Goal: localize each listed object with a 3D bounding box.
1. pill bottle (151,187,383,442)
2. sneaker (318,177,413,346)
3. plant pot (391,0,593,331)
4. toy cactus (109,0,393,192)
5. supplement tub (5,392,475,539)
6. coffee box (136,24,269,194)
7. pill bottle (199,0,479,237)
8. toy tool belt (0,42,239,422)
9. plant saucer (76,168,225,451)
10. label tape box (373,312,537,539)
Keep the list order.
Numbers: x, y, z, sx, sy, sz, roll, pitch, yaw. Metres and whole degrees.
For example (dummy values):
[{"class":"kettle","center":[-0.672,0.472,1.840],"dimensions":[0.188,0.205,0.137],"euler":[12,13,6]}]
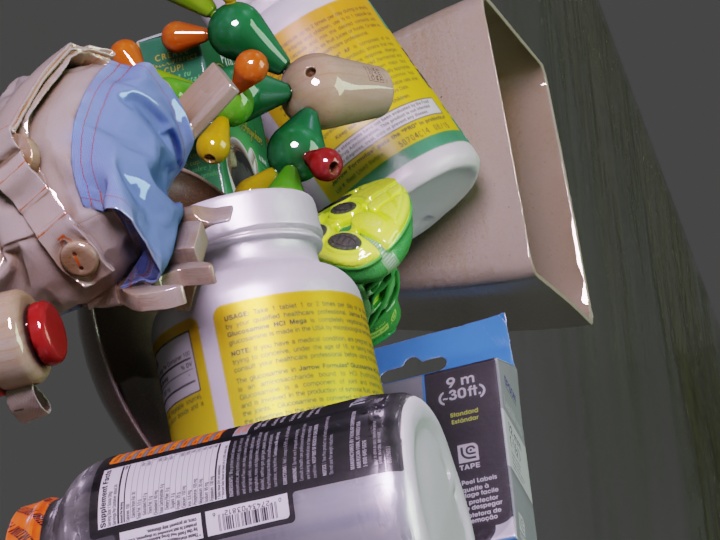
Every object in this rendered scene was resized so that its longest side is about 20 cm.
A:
[{"class":"pill bottle","center":[-0.044,0.065,1.372],"dimensions":[0.112,0.112,0.200],"euler":[36,40,-69]},{"class":"sneaker","center":[0.000,0.000,1.530],"dimensions":[0.084,0.074,0.200],"euler":[57,-12,-2]},{"class":"plant pot","center":[0.043,-0.053,1.880],"dimensions":[0.200,0.177,0.201],"euler":[34,44,-70]},{"class":"toy cactus","center":[-0.052,-0.112,1.549],"dimensions":[0.165,0.102,0.200],"euler":[-3,43,-38]},{"class":"supplement tub","center":[-0.055,0.134,1.235],"dimensions":[0.122,0.200,0.123],"euler":[-14,90,-76]},{"class":"coffee box","center":[-0.084,-0.038,1.637],"dimensions":[0.123,0.044,0.201],"euler":[33,45,-72]},{"class":"pill bottle","center":[-0.020,-0.116,1.748],"dimensions":[0.200,0.113,0.113],"euler":[55,8,15]},{"class":"toy tool belt","center":[-0.122,-0.028,1.300],"dimensions":[0.200,0.123,0.125],"euler":[-88,158,-50]},{"class":"plant saucer","center":[-0.092,0.041,1.454],"dimensions":[0.200,0.032,0.201],"euler":[38,40,-41]},{"class":"label tape box","center":[0.031,0.115,1.728],"dimensions":[0.066,0.143,0.200],"euler":[57,23,-54]}]
